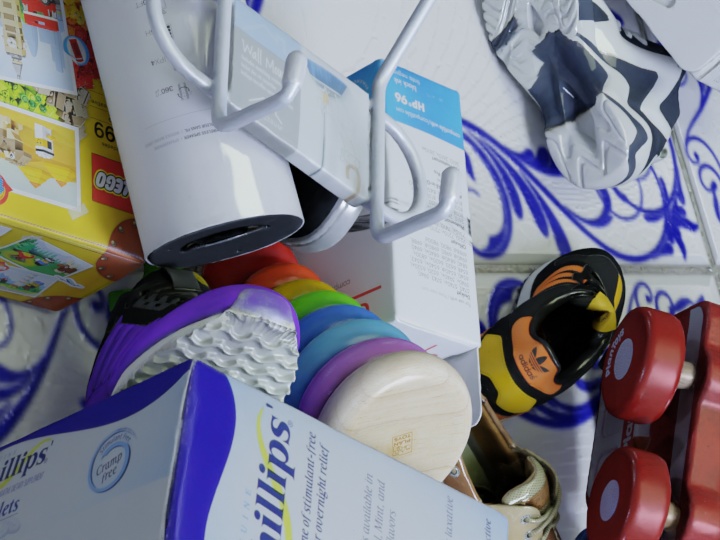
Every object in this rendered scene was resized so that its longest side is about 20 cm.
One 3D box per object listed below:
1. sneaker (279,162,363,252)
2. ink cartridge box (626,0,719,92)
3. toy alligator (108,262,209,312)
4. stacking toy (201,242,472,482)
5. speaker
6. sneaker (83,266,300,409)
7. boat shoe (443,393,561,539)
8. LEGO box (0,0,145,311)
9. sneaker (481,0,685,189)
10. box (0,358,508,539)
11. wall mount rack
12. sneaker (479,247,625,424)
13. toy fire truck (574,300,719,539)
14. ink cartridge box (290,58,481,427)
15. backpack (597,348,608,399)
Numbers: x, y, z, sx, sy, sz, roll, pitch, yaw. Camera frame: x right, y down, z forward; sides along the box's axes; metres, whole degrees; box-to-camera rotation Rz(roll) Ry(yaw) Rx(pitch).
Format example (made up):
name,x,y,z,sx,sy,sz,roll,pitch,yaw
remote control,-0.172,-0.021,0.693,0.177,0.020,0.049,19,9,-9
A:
name,x,y,z,sx,sy,sz,roll,pitch,yaw
sneaker,-0.074,-0.078,1.112,0.112,0.073,0.200,27,10,-27
ink cartridge box,0.249,-0.200,1.495,0.147,0.086,0.200,54,16,16
toy alligator,-0.085,0.066,1.090,0.054,0.059,0.201,-24,88,-10
stacking toy,-0.027,0.039,1.072,0.085,0.086,0.200,22,12,-39
speaker,-0.090,-0.105,1.029,0.081,0.081,0.201,-3,73,-48
sneaker,-0.087,0.035,0.987,0.069,0.200,0.100,17,57,-21
boat shoe,0.076,0.137,1.205,0.200,0.074,0.076,52,41,-19
LEGO box,-0.206,-0.081,1.013,0.200,0.077,0.149,18,57,-41
sneaker,0.162,-0.153,1.456,0.129,0.079,0.200,-7,68,-57
box,-0.065,0.146,0.965,0.200,0.184,0.105,30,52,-33
wall mount rack,-0.008,-0.115,1.009,0.200,0.074,0.174,34,45,-40
sneaker,0.134,0.034,1.312,0.200,0.090,0.070,-36,97,-50
toy fire truck,0.179,0.119,1.240,0.112,0.168,0.201,14,71,-14
ink cartridge box,0.000,0.000,1.164,0.068,0.116,0.201,19,56,-40
backpack,0.270,0.110,1.388,0.200,0.167,0.127,13,80,-47
